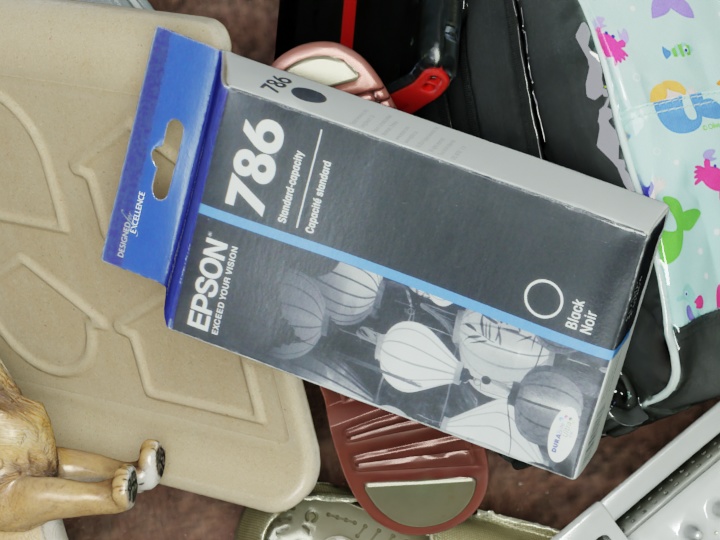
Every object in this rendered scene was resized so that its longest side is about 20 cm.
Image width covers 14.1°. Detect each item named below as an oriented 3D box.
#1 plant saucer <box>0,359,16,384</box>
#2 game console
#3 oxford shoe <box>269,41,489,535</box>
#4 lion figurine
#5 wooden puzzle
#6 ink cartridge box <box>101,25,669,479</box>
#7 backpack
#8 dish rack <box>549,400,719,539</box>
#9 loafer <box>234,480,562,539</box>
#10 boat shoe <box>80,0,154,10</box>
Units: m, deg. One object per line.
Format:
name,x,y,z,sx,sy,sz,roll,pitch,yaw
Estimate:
plant saucer,-0.226,0.085,1.217,0.199,0.035,0.201,1,104,6
game console,0.011,-0.151,1.131,0.031,0.177,0.201,8,79,-20
oxford shoe,0.000,0.000,1.101,0.070,0.075,0.201,-10,115,5
lion figurine,-0.136,0.119,1.162,0.122,0.072,0.201,-1,108,14
wooden puzzle,-0.097,-0.015,1.154,0.185,0.046,0.201,11,121,38
ink cartridge box,0.000,-0.007,1.024,0.199,0.039,0.100,19,114,13
backpack,0.100,-0.046,1.109,0.150,0.177,0.201,-20,86,-25
dish rack,0.176,0.126,1.134,0.200,0.044,0.172,-39,94,-5
loafer,0.041,0.133,1.169,0.199,0.067,0.076,10,89,8
boat shoe,-0.065,-0.050,1.196,0.071,0.070,0.201,-41,88,-19
